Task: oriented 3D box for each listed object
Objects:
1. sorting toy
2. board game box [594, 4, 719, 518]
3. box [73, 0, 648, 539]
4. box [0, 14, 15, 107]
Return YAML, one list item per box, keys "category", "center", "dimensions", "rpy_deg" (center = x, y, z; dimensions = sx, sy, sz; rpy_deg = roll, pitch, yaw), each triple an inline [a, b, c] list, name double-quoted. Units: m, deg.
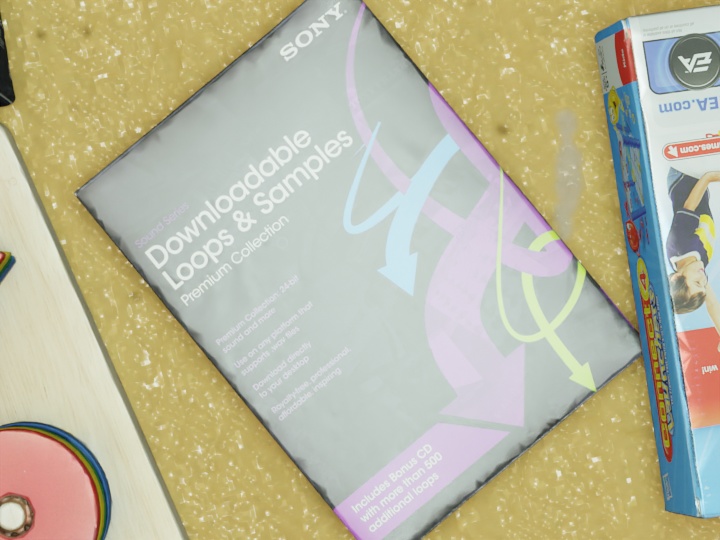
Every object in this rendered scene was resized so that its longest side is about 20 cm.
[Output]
- category: "sorting toy"
  center: [-0.197, 0.068, 1.128]
  dimensions: [0.198, 0.070, 0.200]
  rpy_deg: [-24, 89, 0]
- category: "board game box"
  center: [0.206, -0.014, 1.117]
  dimensions: [0.199, 0.056, 0.196]
  rpy_deg: [-8, 89, -9]
- category: "box"
  center: [0.000, 0.000, 1.144]
  dimensions: [0.143, 0.036, 0.200]
  rpy_deg: [-40, 88, -1]
- category: "box"
  center: [-0.251, -0.149, 1.104]
  dimensions: [0.199, 0.123, 0.199]
  rpy_deg: [-9, 90, -1]
